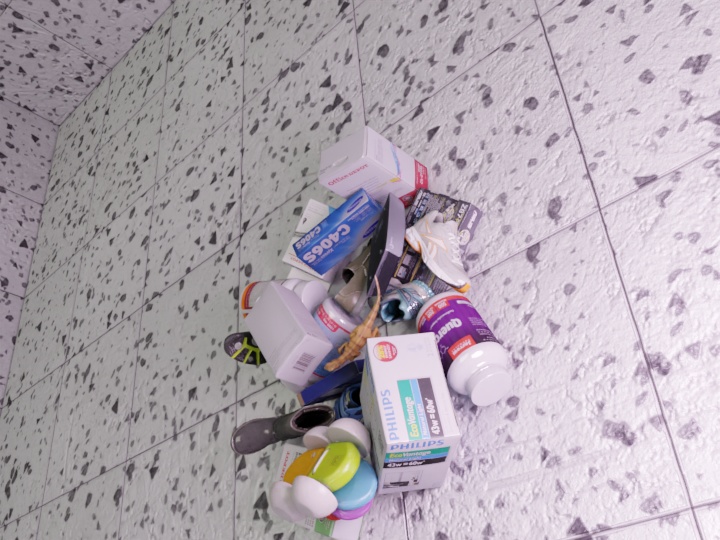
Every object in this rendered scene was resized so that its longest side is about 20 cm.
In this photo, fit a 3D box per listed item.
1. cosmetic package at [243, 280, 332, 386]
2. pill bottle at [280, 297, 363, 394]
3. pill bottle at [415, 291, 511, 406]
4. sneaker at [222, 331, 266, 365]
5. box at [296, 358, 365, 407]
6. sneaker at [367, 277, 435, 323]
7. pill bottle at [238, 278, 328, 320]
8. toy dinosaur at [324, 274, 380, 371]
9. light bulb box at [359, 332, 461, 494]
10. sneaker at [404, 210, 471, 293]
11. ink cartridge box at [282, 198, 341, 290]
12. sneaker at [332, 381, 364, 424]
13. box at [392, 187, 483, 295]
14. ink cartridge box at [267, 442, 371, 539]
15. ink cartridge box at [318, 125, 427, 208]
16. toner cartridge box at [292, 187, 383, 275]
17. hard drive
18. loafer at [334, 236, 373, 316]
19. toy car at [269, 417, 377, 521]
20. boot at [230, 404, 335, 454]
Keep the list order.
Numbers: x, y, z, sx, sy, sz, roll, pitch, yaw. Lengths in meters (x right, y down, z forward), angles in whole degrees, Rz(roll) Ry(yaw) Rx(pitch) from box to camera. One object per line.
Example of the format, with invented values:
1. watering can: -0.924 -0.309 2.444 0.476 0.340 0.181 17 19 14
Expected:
1. cosmetic package: -0.153 0.127 1.520 0.113 0.081 0.200 -52 41 13
2. pill bottle: -0.087 0.165 1.575 0.201 0.108 0.109 -52 40 13
3. pill bottle: 0.182 0.136 1.292 0.113 0.112 0.201 -49 41 16
4. sneaker: -0.214 0.168 1.663 0.076 0.198 0.076 -171 83 -65
5. box: -0.018 0.212 1.466 0.199 0.121 0.033 -32 72 31
6. sneaker: 0.059 0.063 1.454 0.086 0.078 0.199 -34 12 -28
7. pill bottle: -0.175 0.075 1.691 0.198 0.109 0.111 -5 65 38
8. toy dinosaur: 0.008 0.117 1.411 0.060 0.106 0.201 31 88 15
9. light bulb box: 0.076 0.244 1.263 0.201 0.123 0.200 97 165 -52
10. sneaker: 0.158 -0.044 1.386 0.092 0.075 0.201 -46 47 12
11. ink cartridge box: -0.099 -0.048 1.705 0.115 0.067 0.202 23 86 20
12. sneaker: -0.016 0.268 1.462 0.200 0.082 0.075 -39 47 28
13. box: 0.140 -0.056 1.496 0.161 0.049 0.202 24 89 52
14. ink cartridge box: -0.079 0.428 1.440 0.199 0.084 0.148 -2 68 46
15. ink cartridge box: 0.028 -0.205 1.582 0.145 0.199 0.084 -21 55 39
16. toner cartridge box: -0.042 -0.080 1.594 0.199 0.095 0.043 -39 49 13
17. hard drive: 0.051 -0.051 1.470 0.201 0.042 0.136 -84 12 -53
18. loafer: 0.000 0.000 1.561 0.075 0.069 0.201 -57 9 53
19. toy car: -0.047 0.365 1.274 0.200 0.150 0.175 -32 17 51
20. boot: -0.160 0.322 1.492 0.200 0.180 0.073 -21 90 66
